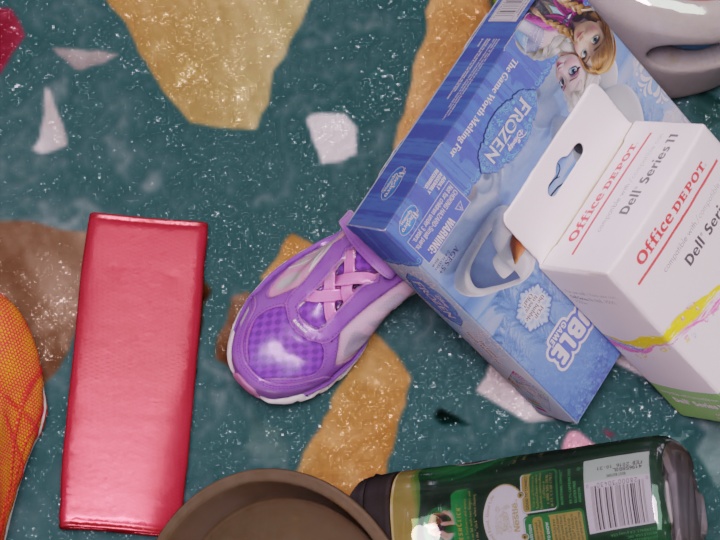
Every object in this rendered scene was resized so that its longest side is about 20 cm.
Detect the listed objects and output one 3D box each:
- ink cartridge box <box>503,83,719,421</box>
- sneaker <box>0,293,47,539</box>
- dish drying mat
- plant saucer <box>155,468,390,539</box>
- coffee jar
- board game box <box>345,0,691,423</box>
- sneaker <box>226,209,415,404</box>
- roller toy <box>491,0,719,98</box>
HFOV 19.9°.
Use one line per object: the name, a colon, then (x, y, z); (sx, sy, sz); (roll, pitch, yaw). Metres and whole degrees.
ink cartridge box: (0.189, -0.010, 1.236); (0.200, 0.067, 0.117); (43, 72, -30)
sneaker: (-0.228, 0.106, 1.215); (0.073, 0.077, 0.200); (4, 72, -2)
dish drying mat: (-0.140, 0.063, 1.266); (0.077, 0.018, 0.200); (5, 73, -4)
plant saucer: (-0.046, 0.214, 1.174); (0.200, 0.029, 0.200); (-2, 86, 32)
coffee jar: (0.093, 0.150, 1.184); (0.200, 0.104, 0.085); (-10, 76, 20)
board game box: (0.115, -0.045, 1.249); (0.199, 0.043, 0.200); (44, 71, -32)
sneaker: (0.000, 0.000, 1.260); (0.200, 0.088, 0.080); (-40, 82, -13)
roller toy: (0.199, -0.216, 1.311); (0.182, 0.140, 0.200); (30, 73, 4)
